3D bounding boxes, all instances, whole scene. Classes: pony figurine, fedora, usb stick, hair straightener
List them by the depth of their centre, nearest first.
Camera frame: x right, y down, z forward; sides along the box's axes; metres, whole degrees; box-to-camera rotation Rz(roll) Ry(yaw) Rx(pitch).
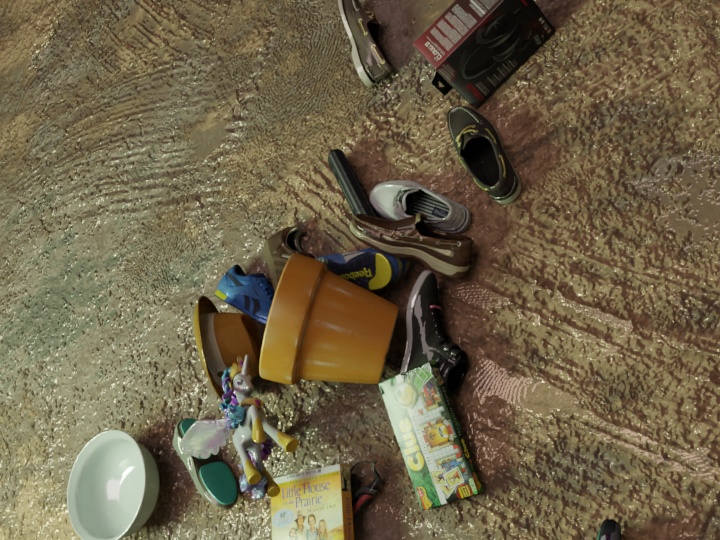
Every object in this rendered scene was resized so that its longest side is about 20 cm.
[{"bbox_3d":[-0.038,0.367,1.422,0.077,0.041,0.200,45,106,36],"label":"hair straightener"},{"bbox_3d":[-0.179,0.259,1.438,0.200,0.166,0.194,55,133,44],"label":"pony figurine"},{"bbox_3d":[-0.214,0.129,1.544,0.081,0.201,0.202,-17,64,6],"label":"fedora"},{"bbox_3d":[-0.008,-0.126,1.565,0.032,0.056,0.201,-23,59,-6],"label":"usb stick"}]

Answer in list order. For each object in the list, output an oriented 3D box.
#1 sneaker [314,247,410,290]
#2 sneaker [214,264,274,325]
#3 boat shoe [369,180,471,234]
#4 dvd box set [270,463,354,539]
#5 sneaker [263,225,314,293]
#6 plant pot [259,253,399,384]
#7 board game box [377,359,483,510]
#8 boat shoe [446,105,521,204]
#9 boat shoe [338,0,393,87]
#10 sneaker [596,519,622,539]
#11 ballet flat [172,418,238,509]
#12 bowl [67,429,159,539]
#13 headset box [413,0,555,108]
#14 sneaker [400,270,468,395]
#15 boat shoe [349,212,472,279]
[{"bbox_3d":[0.000,0.000,1.509,0.199,0.082,0.074,-3,105,45],"label":"sneaker"},{"bbox_3d":[-0.178,0.048,1.612,0.200,0.066,0.079,28,87,37],"label":"sneaker"},{"bbox_3d":[0.087,-0.114,1.486,0.199,0.067,0.074,15,83,37],"label":"boat shoe"},{"bbox_3d":[-0.074,0.409,1.395,0.146,0.029,0.201,-19,63,32],"label":"dvd box set"},{"bbox_3d":[-0.110,0.007,1.577,0.075,0.070,0.201,-36,58,18],"label":"sneaker"},{"bbox_3d":[-0.041,0.092,1.419,0.182,0.200,0.201,14,81,4],"label":"plant pot"},{"bbox_3d":[0.101,0.244,1.345,0.105,0.023,0.201,-29,75,35],"label":"board game box"},{"bbox_3d":[0.189,-0.196,1.449,0.072,0.060,0.202,-38,57,17],"label":"boat shoe"},{"bbox_3d":[0.009,-0.429,1.645,0.059,0.072,0.201,-23,66,19],"label":"boat shoe"},{"bbox_3d":[0.337,0.419,1.148,0.087,0.074,0.201,2,83,17],"label":"sneaker"},{"bbox_3d":[-0.271,0.346,1.586,0.200,0.067,0.064,53,133,35],"label":"ballet flat"},{"bbox_3d":[-0.430,0.396,1.649,0.200,0.090,0.202,-12,67,31],"label":"bowl"},{"bbox_3d":[0.191,-0.364,1.450,0.200,0.149,0.077,-44,55,13],"label":"headset box"},{"bbox_3d":[0.122,0.101,1.392,0.099,0.071,0.201,3,82,33],"label":"sneaker"},{"bbox_3d":[0.083,-0.059,1.431,0.201,0.075,0.075,21,113,10],"label":"boat shoe"}]
